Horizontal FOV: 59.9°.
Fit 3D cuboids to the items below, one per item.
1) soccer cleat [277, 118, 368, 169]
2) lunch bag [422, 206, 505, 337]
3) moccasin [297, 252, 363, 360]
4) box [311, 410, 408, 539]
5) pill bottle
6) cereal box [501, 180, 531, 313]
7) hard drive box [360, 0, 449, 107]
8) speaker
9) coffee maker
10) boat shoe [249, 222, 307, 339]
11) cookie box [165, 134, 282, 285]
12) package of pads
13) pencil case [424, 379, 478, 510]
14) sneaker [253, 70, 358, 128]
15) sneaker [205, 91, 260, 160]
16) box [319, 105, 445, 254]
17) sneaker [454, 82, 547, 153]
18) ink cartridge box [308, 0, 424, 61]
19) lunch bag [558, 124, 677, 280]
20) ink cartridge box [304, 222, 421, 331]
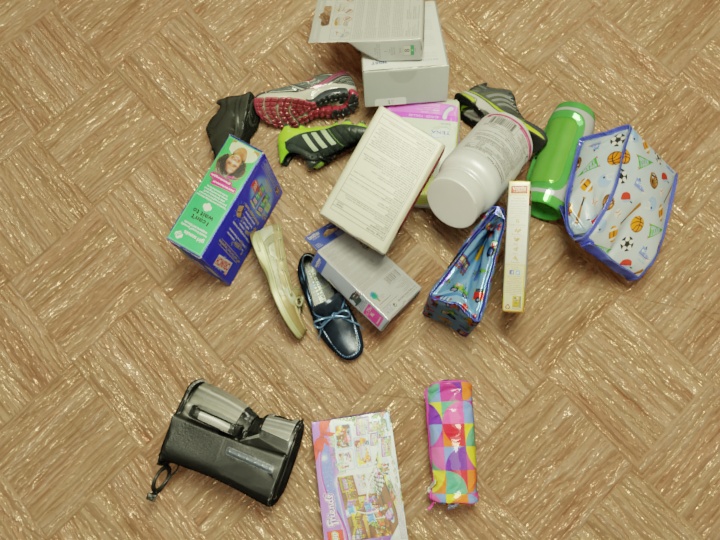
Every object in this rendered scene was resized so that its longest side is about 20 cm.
[{"bbox_3d":[-0.060,-0.229,1.146,0.195,0.067,0.083,0,88,19],"label":"soccer cleat"},{"bbox_3d":[0.190,-0.008,1.044,0.093,0.151,0.203,26,78,8],"label":"lunch bag"},{"bbox_3d":[-0.061,0.063,1.076,0.080,0.068,0.202,-32,77,-6],"label":"moccasin"},{"bbox_3d":[-0.003,0.341,1.020,0.133,0.039,0.205,-7,76,-1],"label":"box"},{"bbox_3d":[0.200,-0.169,1.054,0.113,0.114,0.200,37,57,10],"label":"pill bottle"},{"bbox_3d":[0.257,-0.041,1.025,0.039,0.144,0.205,4,96,15],"label":"cereal box"},{"bbox_3d":[0.075,-0.402,1.151,0.152,0.078,0.204,-3,53,1],"label":"hard drive box"},{"bbox_3d":[0.356,-0.196,1.122,0.087,0.089,0.204,21,78,7],"label":"speaker"},{"bbox_3d":[-0.208,0.299,1.005,0.196,0.135,0.196,21,100,8],"label":"coffee maker"},{"bbox_3d":[-0.130,0.018,1.086,0.062,0.073,0.204,-22,79,-7],"label":"boat shoe"},{"bbox_3d":[-0.225,-0.097,1.070,0.074,0.172,0.203,25,77,11],"label":"cookie box"},{"bbox_3d":[0.104,-0.217,1.143,0.150,0.068,0.205,7,77,5],"label":"package of pads"},{"bbox_3d":[0.146,0.279,1.010,0.086,0.089,0.205,0,74,2],"label":"pencil case"},{"bbox_3d":[-0.104,-0.324,1.177,0.195,0.081,0.076,-9,61,-9],"label":"sneaker"},{"bbox_3d":[-0.247,-0.239,1.161,0.088,0.076,0.204,2,63,15],"label":"sneaker"},{"bbox_3d":[0.038,-0.144,1.040,0.126,0.109,0.203,31,92,3],"label":"box"},{"bbox_3d":[0.264,-0.287,1.137,0.081,0.074,0.200,-40,61,-15],"label":"sneaker"},{"bbox_3d":[0.016,-0.436,1.108,0.195,0.051,0.164,-1,54,9],"label":"ink cartridge box"},{"bbox_3d":[0.428,-0.106,1.050,0.168,0.123,0.204,26,72,-29],"label":"lunch bag"},{"bbox_3d":[0.000,0.000,1.075,0.200,0.042,0.119,44,42,9],"label":"ink cartridge box"}]
